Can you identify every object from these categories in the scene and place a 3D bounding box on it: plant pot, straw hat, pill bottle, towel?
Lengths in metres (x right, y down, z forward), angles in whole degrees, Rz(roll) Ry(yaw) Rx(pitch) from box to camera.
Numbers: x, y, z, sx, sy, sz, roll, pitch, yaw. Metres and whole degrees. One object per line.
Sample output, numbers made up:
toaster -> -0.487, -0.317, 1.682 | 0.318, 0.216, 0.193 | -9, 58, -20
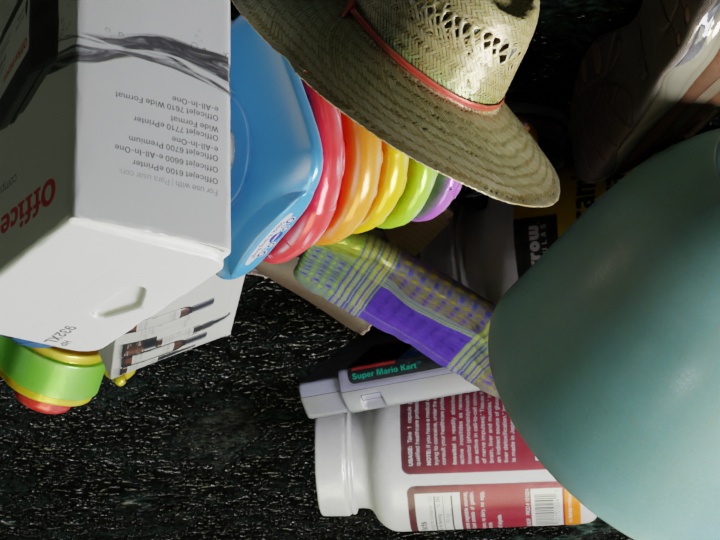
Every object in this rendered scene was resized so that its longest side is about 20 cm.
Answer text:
plant pot -> 0.191, 0.024, 1.310 | 0.199, 0.202, 0.161 | 12, 132, -30
straw hat -> 0.040, -0.120, 1.222 | 0.200, 0.201, 0.085 | 18, 113, -38
pill bottle -> 0.141, -0.008, 1.494 | 0.198, 0.113, 0.112 | -8, 157, 16
towel -> 0.051, 0.034, 1.423 | 0.199, 0.023, 0.144 | 32, 168, -4
pill bottle -> 0.069, 0.128, 1.823 | 0.198, 0.114, 0.113 | -2, 158, 4

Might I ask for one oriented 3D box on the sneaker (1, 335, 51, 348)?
sneaker -> -0.216, -0.003, 1.552 | 0.078, 0.066, 0.200 | 3, 158, 1

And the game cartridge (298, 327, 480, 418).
game cartridge -> 0.070, 0.049, 1.652 | 0.199, 0.039, 0.130 | -12, -173, 24

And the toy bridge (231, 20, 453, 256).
toy bridge -> -0.019, -0.084, 1.353 | 0.067, 0.027, 0.200 | -43, 124, 14

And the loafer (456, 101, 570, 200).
loafer -> 0.021, -0.052, 1.443 | 0.198, 0.063, 0.072 | -4, 157, 6

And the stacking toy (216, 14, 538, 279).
stacking toy -> 0.011, -0.061, 1.308 | 0.199, 0.110, 0.116 | -2, 150, -35

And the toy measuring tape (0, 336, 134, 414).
toy measuring tape -> -0.235, 0.054, 1.675 | 0.199, 0.074, 0.073 | 9, 156, -29

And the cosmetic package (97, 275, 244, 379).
cosmetic package -> -0.108, -0.003, 1.441 | 0.082, 0.051, 0.200 | -22, 164, -15

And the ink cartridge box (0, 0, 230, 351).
ink cartridge box -> -0.127, -0.082, 1.179 | 0.083, 0.202, 0.145 | 12, 155, -30

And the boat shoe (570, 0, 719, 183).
boat shoe -> 0.166, -0.098, 1.328 | 0.071, 0.076, 0.200 | 4, 159, -17

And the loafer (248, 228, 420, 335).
loafer -> 0.000, 0.000, 1.560 | 0.198, 0.072, 0.073 | 8, 156, -20
